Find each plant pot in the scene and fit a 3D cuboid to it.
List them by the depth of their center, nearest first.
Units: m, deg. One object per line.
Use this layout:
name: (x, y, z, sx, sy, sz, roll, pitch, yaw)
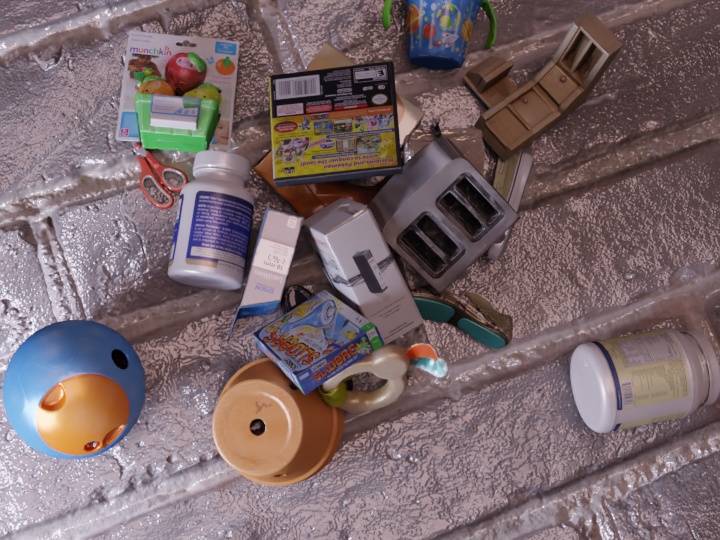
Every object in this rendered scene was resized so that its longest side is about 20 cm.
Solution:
plant pot: (-0.135, 0.227, 1.434, 0.198, 0.140, 0.202, -1, 87, 11)

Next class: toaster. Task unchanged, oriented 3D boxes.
toaster: (0.124, -0.092, 1.497, 0.181, 0.119, 0.200, -43, 115, 7)

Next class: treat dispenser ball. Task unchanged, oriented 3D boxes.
treat dispenser ball: (-0.414, 0.173, 1.404, 0.199, 0.201, 0.203, 1, 80, -7)

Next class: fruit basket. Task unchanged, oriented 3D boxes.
fruit basket: (-0.293, -0.296, 1.561, 0.184, 0.094, 0.202, 5, 76, -6)

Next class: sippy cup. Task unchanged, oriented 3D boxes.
sippy cup: (0.133, -0.411, 1.621, 0.176, 0.140, 0.131, 6, 90, 19)

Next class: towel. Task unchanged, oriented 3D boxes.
towel: (0.133, -0.132, 1.566, 0.131, 0.035, 0.201, -3, 114, -10)

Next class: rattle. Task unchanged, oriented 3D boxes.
rattle: (0.031, 0.117, 1.419, 0.130, 0.143, 0.200, 40, 121, -20)

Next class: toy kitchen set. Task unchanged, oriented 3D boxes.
toy kitchen set: (0.276, -0.327, 1.581, 0.200, 0.181, 0.163, -37, 78, -23)

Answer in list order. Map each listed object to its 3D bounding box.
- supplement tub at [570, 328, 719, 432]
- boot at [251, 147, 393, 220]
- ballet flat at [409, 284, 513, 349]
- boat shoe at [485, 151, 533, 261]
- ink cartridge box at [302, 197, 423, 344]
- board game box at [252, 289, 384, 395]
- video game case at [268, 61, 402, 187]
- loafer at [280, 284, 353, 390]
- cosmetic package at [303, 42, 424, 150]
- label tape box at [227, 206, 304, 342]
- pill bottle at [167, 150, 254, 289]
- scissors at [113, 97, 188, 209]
supplement tub: (0.451, 0.172, 1.540, 0.198, 0.145, 0.146, -9, 81, -9)
boot: (-0.047, -0.155, 1.559, 0.188, 0.068, 0.200, -39, 103, 0)
ballet flat: (0.159, 0.060, 1.573, 0.199, 0.068, 0.076, 23, 56, -8)
boat shoe: (0.234, -0.110, 1.611, 0.062, 0.072, 0.201, 17, 68, 10)
ink cartridge box: (0.000, 0.000, 1.483, 0.083, 0.144, 0.201, -29, 107, -11)
board game box: (-0.066, 0.100, 1.412, 0.135, 0.200, 0.035, -32, 114, -14)
video game case: (-0.040, -0.227, 1.495, 0.198, 0.026, 0.182, -6, 74, 5)
loafer: (-0.065, 0.110, 1.529, 0.072, 0.063, 0.201, -26, 84, -9)
cosmetic package: (0.000, -0.274, 1.587, 0.199, 0.105, 0.071, 35, 78, 2)
label tape box: (-0.147, 0.017, 1.496, 0.063, 0.144, 0.201, 16, 79, -6)
pill bottle: (-0.229, -0.079, 1.514, 0.119, 0.120, 0.202, 8, 78, -5)
scissors: (-0.361, -0.189, 1.572, 0.073, 0.014, 0.200, -41, 88, -11)
